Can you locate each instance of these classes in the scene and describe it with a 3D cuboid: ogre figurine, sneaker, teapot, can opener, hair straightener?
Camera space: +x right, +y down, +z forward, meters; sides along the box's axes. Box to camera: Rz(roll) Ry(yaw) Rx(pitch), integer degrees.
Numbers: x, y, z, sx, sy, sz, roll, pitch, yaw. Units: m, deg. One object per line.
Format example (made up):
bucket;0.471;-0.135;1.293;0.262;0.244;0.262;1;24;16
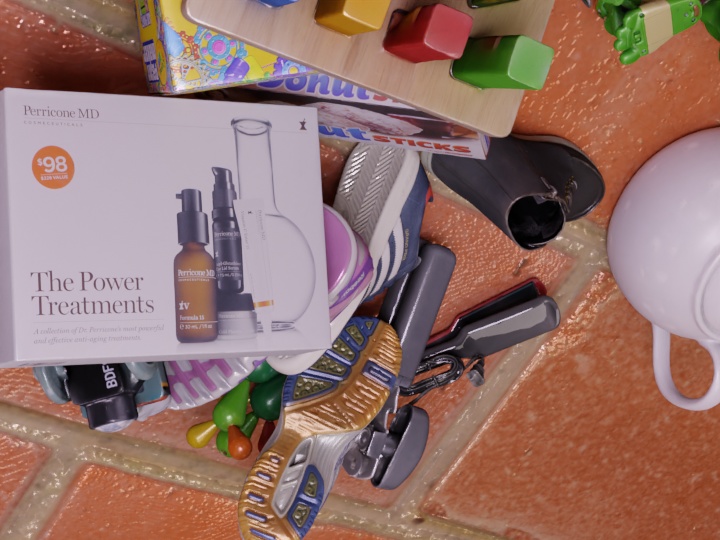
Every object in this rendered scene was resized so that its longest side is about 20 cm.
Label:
ogre figurine;0.219;-0.199;0.964;0.198;0.120;0.099;-3;131;-18
sneaker;-0.038;0.125;1.040;0.201;0.075;0.088;-57;176;-18
teapot;0.310;-0.008;1.127;0.196;0.146;0.201;-29;132;1
sneaker;0.140;-0.051;1.035;0.199;0.106;0.075;9;121;-45
sneaker;-0.067;0.029;0.926;0.200;0.081;0.088;-35;165;21
can opener;0.038;0.077;1.094;0.067;0.053;0.201;20;91;-31
hair straightener;0.076;0.069;1.134;0.199;0.077;0.041;-20;116;-4
sneaker;0.000;0.000;1.010;0.201;0.075;0.085;-59;142;-16

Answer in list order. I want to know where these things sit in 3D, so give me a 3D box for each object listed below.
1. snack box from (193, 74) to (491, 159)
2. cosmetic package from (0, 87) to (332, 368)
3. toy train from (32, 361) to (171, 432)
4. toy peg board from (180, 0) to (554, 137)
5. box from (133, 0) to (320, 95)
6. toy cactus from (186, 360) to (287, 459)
snack box;-0.014;-0.110;0.907;0.198;0.025;0.072;9;165;15
cosmetic package;-0.116;-0.024;0.797;0.199;0.052;0.152;-1;82;-31
toy train;-0.168;0.004;0.871;0.085;0.202;0.114;-17;172;12
toy peg board;0.036;-0.195;0.708;0.198;0.098;0.202;18;91;-19
box;-0.037;-0.212;0.798;0.198;0.122;0.194;-10;99;-15
toy cactus;-0.058;0.070;1.079;0.164;0.102;0.202;-7;119;-30
